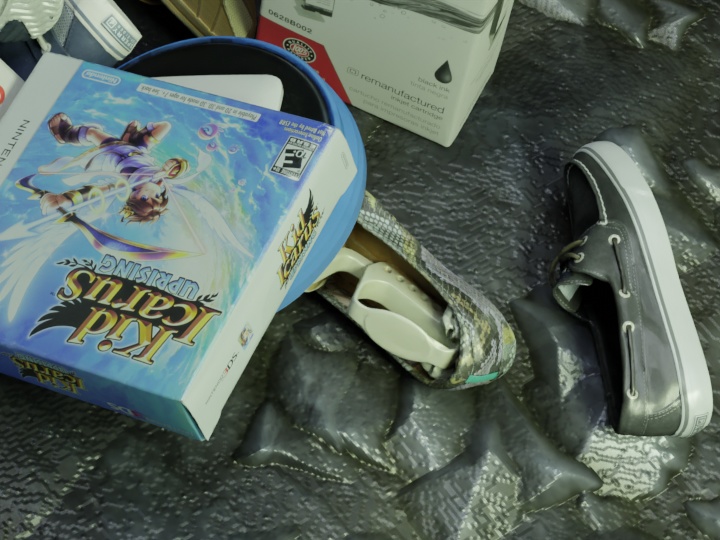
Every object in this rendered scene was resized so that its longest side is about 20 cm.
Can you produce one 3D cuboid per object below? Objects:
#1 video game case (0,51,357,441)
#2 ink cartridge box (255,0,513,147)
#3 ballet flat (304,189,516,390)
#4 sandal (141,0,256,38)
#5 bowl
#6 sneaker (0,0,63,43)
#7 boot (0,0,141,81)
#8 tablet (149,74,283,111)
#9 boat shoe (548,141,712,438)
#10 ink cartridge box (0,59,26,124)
[{"bbox_3d":[-0.130,-0.019,1.195,0.199,0.046,0.182,16,63,26],"label":"video game case"},{"bbox_3d":[0.021,-0.190,1.342,0.146,0.200,0.083,24,54,9],"label":"ink cartridge box"},{"bbox_3d":[0.000,0.000,1.276,0.200,0.072,0.072,38,57,16],"label":"ballet flat"},{"bbox_3d":[-0.148,-0.210,1.407,0.200,0.054,0.080,38,44,-8],"label":"sandal"},{"bbox_3d":[-0.097,-0.053,1.277,0.199,0.039,0.201,-9,54,12],"label":"bowl"},{"bbox_3d":[-0.239,-0.231,1.263,0.079,0.199,0.130,-31,42,21],"label":"sneaker"},{"bbox_3d":[-0.213,-0.170,1.370,0.090,0.073,0.200,-41,41,3],"label":"boot"},{"bbox_3d":[-0.120,-0.028,1.234,0.129,0.014,0.201,-1,55,17],"label":"tablet"},{"bbox_3d":[0.146,0.011,1.305,0.066,0.070,0.201,-7,63,-16],"label":"boat shoe"},{"bbox_3d":[-0.304,-0.107,1.224,0.200,0.084,0.146,45,60,-26],"label":"ink cartridge box"}]
